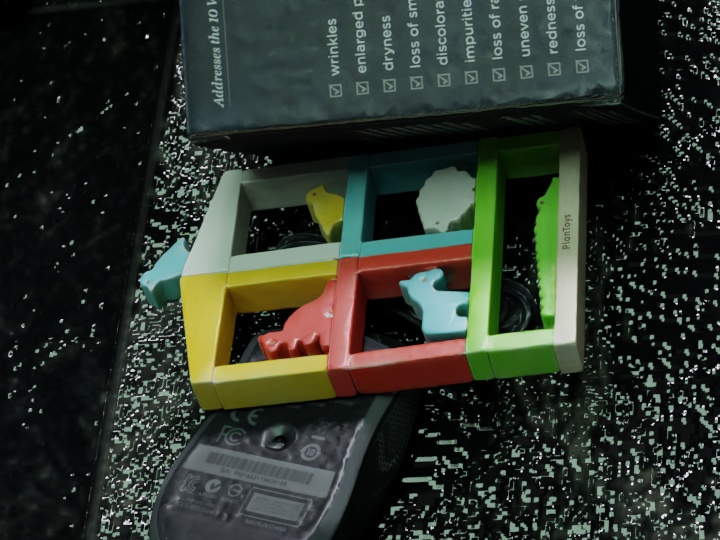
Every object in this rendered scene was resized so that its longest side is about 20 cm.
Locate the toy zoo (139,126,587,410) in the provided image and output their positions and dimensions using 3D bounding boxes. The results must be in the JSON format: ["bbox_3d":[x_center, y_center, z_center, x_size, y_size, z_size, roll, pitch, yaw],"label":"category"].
[{"bbox_3d":[0.000,0.000,1.150,0.199,0.020,0.131,-7,46,13],"label":"toy zoo"}]

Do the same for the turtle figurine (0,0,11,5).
[{"bbox_3d":[-0.203,-0.179,1.325,0.150,0.101,0.200,37,61,18],"label":"turtle figurine"}]

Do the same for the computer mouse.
[{"bbox_3d":[-0.016,0.076,1.136,0.138,0.053,0.200,14,54,29],"label":"computer mouse"}]

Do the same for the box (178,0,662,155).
[{"bbox_3d":[0.025,-0.160,1.168,0.196,0.124,0.201,-4,88,14],"label":"box"}]
